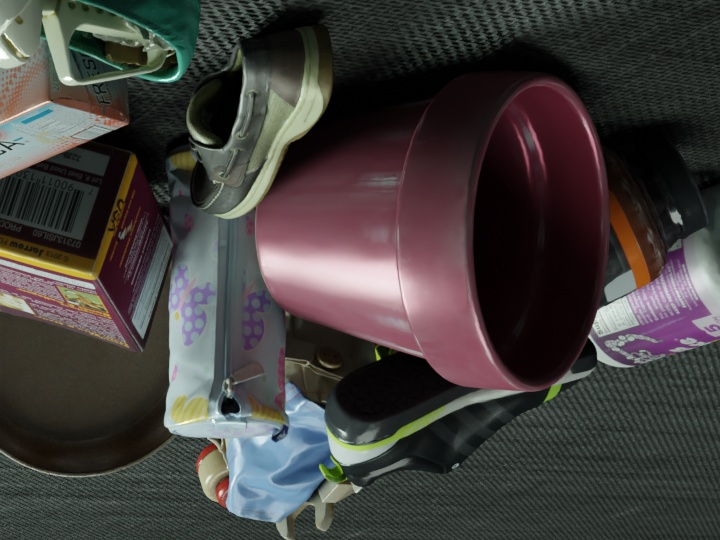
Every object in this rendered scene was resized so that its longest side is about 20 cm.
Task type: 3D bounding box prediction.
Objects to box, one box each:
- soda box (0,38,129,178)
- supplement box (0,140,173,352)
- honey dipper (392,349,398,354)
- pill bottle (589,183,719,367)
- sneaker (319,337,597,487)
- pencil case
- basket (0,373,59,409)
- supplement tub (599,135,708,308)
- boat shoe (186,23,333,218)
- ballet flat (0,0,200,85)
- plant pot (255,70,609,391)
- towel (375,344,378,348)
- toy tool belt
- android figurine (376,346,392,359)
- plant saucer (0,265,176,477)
[{"bbox_3d":[-0.224,-0.094,1.404,0.199,0.069,0.063,-19,159,38],"label":"soda box"},{"bbox_3d":[-0.195,-0.022,1.578,0.110,0.086,0.200,16,166,8],"label":"supplement box"},{"bbox_3d":[0.000,0.000,1.678,0.038,0.038,0.200,-18,121,38],"label":"honey dipper"},{"bbox_3d":[0.223,0.011,1.836,0.112,0.113,0.199,10,159,-42],"label":"pill bottle"},{"bbox_3d":[0.062,0.088,1.596,0.199,0.072,0.083,-16,132,-16],"label":"sneaker"},{"bbox_3d":[-0.089,0.014,1.592,0.082,0.202,0.091,-3,166,9],"label":"pencil case"},{"bbox_3d":[-0.321,0.057,1.802,0.198,0.124,0.136,-2,165,-13],"label":"basket"},{"bbox_3d":[0.138,-0.018,1.665,0.199,0.107,0.107,-27,163,0],"label":"supplement tub"},{"bbox_3d":[-0.075,-0.094,1.468,0.064,0.074,0.200,6,152,-20],"label":"boat shoe"},{"bbox_3d":[-0.164,-0.137,1.273,0.199,0.071,0.067,9,159,-40],"label":"ballet flat"},{"bbox_3d":[0.040,-0.028,1.538,0.178,0.202,0.200,4,171,32],"label":"plant pot"},{"bbox_3d":[0.041,0.035,1.850,0.200,0.018,0.086,-34,-176,-35],"label":"towel"},{"bbox_3d":[-0.052,0.125,1.687,0.124,0.123,0.200,10,131,-30],"label":"toy tool belt"},{"bbox_3d":[0.051,0.067,2.005,0.181,0.041,0.200,-24,170,-20],"label":"android figurine"},{"bbox_3d":[-0.199,0.049,1.736,0.199,0.202,0.032,1,-169,-21],"label":"plant saucer"}]
